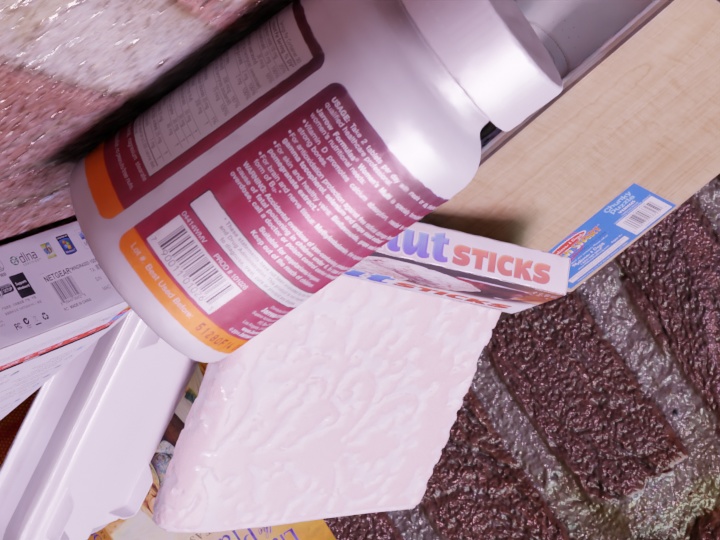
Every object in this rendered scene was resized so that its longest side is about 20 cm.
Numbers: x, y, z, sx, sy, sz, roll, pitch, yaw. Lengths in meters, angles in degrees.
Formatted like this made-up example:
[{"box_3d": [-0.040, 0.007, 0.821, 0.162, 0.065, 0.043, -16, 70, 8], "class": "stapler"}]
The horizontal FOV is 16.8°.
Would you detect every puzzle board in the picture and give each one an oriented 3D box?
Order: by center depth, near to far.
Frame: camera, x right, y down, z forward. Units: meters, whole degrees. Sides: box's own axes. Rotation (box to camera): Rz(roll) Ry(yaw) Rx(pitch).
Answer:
[{"box_3d": [0.140, -0.070, 1.309, 0.200, 0.017, 0.151, -40, 144, 24], "class": "puzzle board"}]

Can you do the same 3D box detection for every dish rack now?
[{"box_3d": [-0.130, 0.070, 1.342, 0.200, 0.043, 0.172, -63, 168, 10], "class": "dish rack"}]

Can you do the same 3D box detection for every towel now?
[{"box_3d": [-0.014, 0.063, 1.422, 0.191, 0.032, 0.200, -2, 126, -38], "class": "towel"}]

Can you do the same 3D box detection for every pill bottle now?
[{"box_3d": [-0.018, -0.057, 1.055, 0.200, 0.110, 0.110, -35, 173, 12], "class": "pill bottle"}]

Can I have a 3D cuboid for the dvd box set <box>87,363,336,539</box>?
[{"box_3d": [-0.117, 0.135, 1.554, 0.146, 0.200, 0.029, -27, 171, -38], "class": "dvd box set"}]

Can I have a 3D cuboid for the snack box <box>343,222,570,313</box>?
[{"box_3d": [0.007, -0.012, 1.296, 0.200, 0.024, 0.072, 13, 167, -18], "class": "snack box"}]

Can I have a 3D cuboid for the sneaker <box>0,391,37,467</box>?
[{"box_3d": [-0.236, 0.118, 1.404, 0.200, 0.077, 0.073, -32, 175, -5], "class": "sneaker"}]

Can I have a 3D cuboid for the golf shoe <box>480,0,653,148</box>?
[{"box_3d": [0.080, -0.096, 1.298, 0.200, 0.078, 0.097, -39, -174, 32], "class": "golf shoe"}]

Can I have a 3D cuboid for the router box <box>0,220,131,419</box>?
[{"box_3d": [-0.219, 0.056, 1.163, 0.179, 0.049, 0.200, -38, 172, 33], "class": "router box"}]
